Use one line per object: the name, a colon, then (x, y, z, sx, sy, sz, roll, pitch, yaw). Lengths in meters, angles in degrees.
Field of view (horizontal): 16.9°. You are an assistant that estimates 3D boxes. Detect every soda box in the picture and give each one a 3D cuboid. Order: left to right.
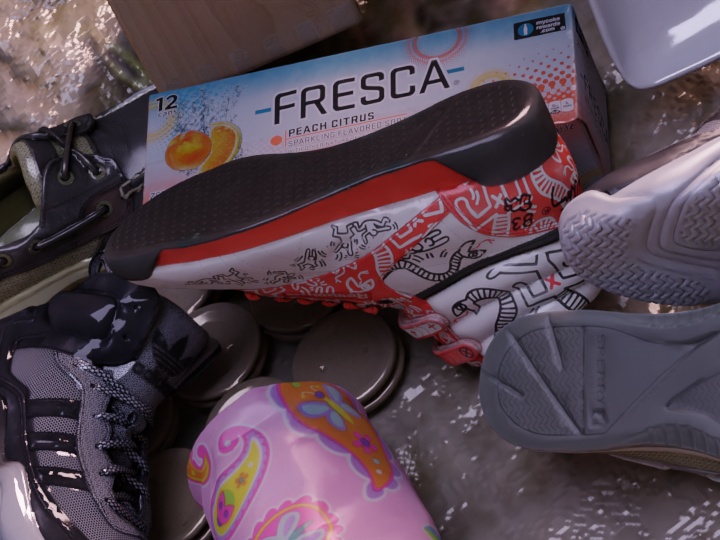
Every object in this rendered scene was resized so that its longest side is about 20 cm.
soda box: (0.007, -0.054, 1.066, 0.200, 0.064, 0.068, -10, 53, 15)

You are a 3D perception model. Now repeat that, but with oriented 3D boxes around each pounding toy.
pounding toy: (-0.072, -0.209, 1.106, 0.142, 0.200, 0.184, -23, 39, 5)

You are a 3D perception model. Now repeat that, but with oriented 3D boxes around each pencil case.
pencil case: (0.001, 0.135, 0.954, 0.087, 0.087, 0.200, -36, 51, 4)

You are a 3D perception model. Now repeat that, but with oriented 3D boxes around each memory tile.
memory tile: (-0.084, 0.055, 1.092, 0.200, 0.017, 0.153, -37, 50, 2)

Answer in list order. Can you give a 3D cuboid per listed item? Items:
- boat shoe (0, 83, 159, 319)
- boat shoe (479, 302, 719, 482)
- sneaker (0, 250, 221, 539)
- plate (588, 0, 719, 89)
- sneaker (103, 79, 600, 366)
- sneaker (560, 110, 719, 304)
boat shoe: (-0.142, -0.035, 1.146, 0.201, 0.066, 0.072, -37, 45, 3)
boat shoe: (0.147, 0.049, 0.939, 0.202, 0.065, 0.074, -1, 82, 28)
sneaker: (-0.105, 0.070, 1.033, 0.114, 0.075, 0.200, -41, 48, 3)
plate: (0.165, -0.204, 1.023, 0.200, 0.200, 0.032, -24, 11, 2)
sneaker: (0.000, 0.000, 1.013, 0.201, 0.108, 0.067, -17, 29, 17)
sneaker: (0.168, -0.062, 0.975, 0.200, 0.076, 0.114, -17, 49, 2)
